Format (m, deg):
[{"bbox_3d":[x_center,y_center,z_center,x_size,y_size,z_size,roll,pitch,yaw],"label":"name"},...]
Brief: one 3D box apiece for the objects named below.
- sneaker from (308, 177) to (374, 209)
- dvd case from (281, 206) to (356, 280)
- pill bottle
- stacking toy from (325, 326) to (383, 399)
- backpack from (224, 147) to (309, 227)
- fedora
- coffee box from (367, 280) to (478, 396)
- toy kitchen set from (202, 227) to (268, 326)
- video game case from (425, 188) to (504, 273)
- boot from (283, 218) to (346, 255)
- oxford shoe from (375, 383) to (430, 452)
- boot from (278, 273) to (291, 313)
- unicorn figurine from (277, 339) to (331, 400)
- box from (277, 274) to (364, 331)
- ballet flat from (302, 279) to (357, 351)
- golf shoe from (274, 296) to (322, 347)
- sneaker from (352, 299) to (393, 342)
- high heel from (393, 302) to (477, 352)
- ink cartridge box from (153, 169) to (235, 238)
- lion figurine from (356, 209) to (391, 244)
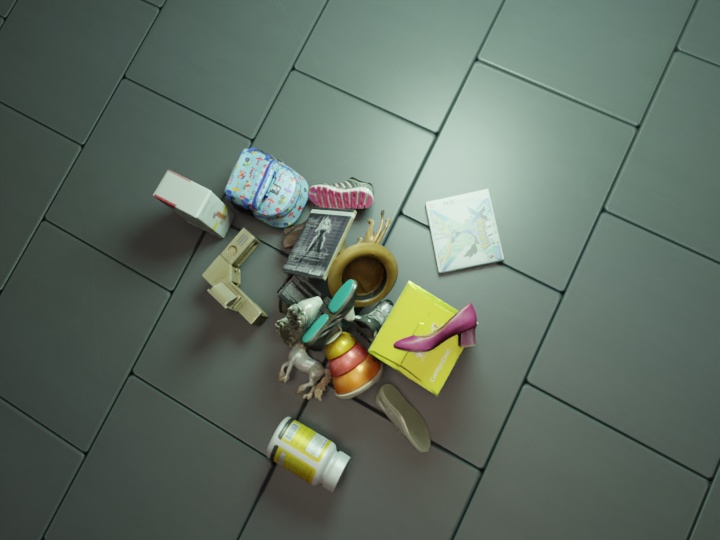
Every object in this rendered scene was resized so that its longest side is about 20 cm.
[{"bbox_3d":[-0.047,-0.217,1.513,0.196,0.088,0.075,4,122,20],"label":"sneaker"},{"bbox_3d":[-0.106,-0.074,1.388,0.147,0.016,0.203,8,65,37],"label":"dvd case"},{"bbox_3d":[-0.132,0.474,1.388,0.197,0.114,0.116,27,85,11],"label":"pill bottle"},{"bbox_3d":[-0.043,0.208,1.377,0.144,0.146,0.202,-29,101,1],"label":"stacking toy"},{"bbox_3d":[-0.252,-0.224,1.508,0.197,0.135,0.185,27,84,12],"label":"backpack"},{"bbox_3d":[0.000,0.000,1.371,0.198,0.202,0.082,-27,40,1],"label":"fedora"},{"bbox_3d":[0.157,0.173,1.359,0.198,0.198,0.202,31,85,11],"label":"coffee box"},{"bbox_3d":[-0.310,0.015,1.462,0.199,0.163,0.181,41,87,11],"label":"toy kitchen set"},{"bbox_3d":[0.283,-0.108,1.481,0.178,0.022,0.204,-11,80,5],"label":"video game case"},{"bbox_3d":[-0.126,-0.081,1.463,0.163,0.073,0.201,-19,35,5],"label":"boot"},{"bbox_3d":[0.109,0.385,1.405,0.201,0.075,0.058,51,131,4],"label":"oxford shoe"},{"bbox_3d":[-0.143,0.035,1.491,0.128,0.068,0.204,18,84,4],"label":"boot"},{"bbox_3d":[-0.162,0.250,1.458,0.198,0.074,0.139,36,76,-3],"label":"unicorn figurine"},{"bbox_3d":[-0.103,0.073,1.438,0.200,0.079,0.141,43,90,-10],"label":"box"},{"bbox_3d":[-0.061,0.115,1.320,0.068,0.068,0.201,39,93,-29],"label":"ballet flat"},{"bbox_3d":[-0.149,0.128,1.358,0.097,0.200,0.079,-34,85,-34],"label":"golf shoe"},{"bbox_3d":[0.040,0.115,1.388,0.075,0.200,0.116,41,79,7],"label":"sneaker"},{"bbox_3d":[0.168,0.130,1.229,0.195,0.067,0.098,-5,92,-10],"label":"high heel"},{"bbox_3d":[-0.452,-0.178,1.495,0.143,0.200,0.085,25,81,11],"label":"ink cartridge box"},{"bbox_3d":[0.016,-0.061,1.440,0.071,0.201,0.124,22,50,0],"label":"lion figurine"}]
